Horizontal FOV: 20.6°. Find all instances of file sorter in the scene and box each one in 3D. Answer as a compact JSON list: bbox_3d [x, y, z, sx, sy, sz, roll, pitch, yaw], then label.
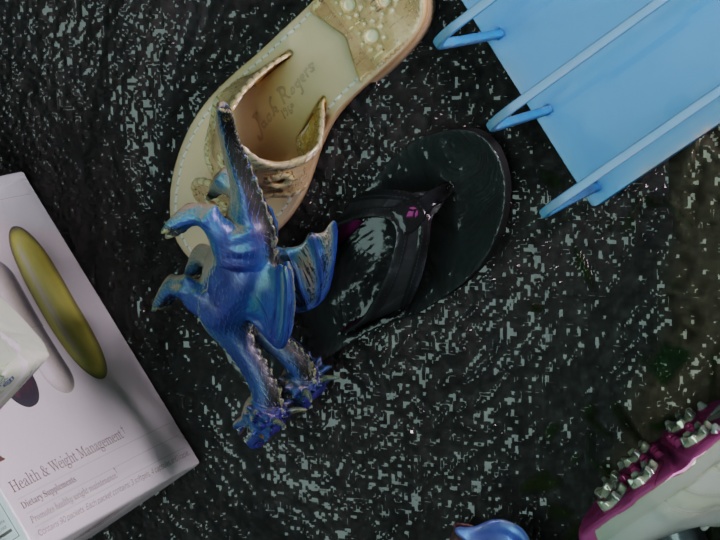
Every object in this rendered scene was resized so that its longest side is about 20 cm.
[{"bbox_3d":[0.099,-0.145,0.939,0.138,0.123,0.201,-34,85,24],"label":"file sorter"}]

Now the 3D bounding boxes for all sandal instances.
[{"bbox_3d":[-0.048,-0.082,1.041,0.078,0.070,0.212,47,113,9],"label":"sandal"},{"bbox_3d":[0.000,0.001,1.046,0.200,0.048,0.076,-39,83,25],"label":"sandal"}]

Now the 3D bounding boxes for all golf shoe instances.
[{"bbox_3d":[0.199,0.095,0.958,0.199,0.075,0.092,-35,95,15],"label":"golf shoe"}]

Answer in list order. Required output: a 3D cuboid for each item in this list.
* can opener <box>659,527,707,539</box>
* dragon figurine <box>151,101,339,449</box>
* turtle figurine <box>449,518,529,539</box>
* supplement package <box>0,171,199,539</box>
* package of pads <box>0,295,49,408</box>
[{"bbox_3d":[0.175,0.219,1.006,0.052,0.066,0.202,-17,87,23],"label":"can opener"},{"bbox_3d":[-0.048,0.000,1.010,0.099,0.059,0.201,28,130,14],"label":"dragon figurine"},{"bbox_3d":[0.031,0.244,1.021,0.193,0.143,0.202,-28,76,32],"label":"turtle figurine"},{"bbox_3d":[-0.228,0.076,1.079,0.147,0.191,0.201,-34,86,22],"label":"supplement package"},{"bbox_3d":[-0.268,0.024,0.947,0.155,0.068,0.200,-45,81,17],"label":"package of pads"}]
